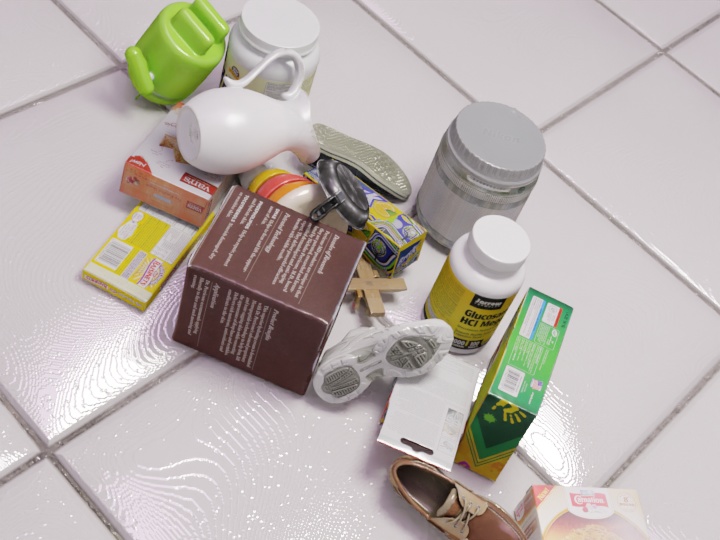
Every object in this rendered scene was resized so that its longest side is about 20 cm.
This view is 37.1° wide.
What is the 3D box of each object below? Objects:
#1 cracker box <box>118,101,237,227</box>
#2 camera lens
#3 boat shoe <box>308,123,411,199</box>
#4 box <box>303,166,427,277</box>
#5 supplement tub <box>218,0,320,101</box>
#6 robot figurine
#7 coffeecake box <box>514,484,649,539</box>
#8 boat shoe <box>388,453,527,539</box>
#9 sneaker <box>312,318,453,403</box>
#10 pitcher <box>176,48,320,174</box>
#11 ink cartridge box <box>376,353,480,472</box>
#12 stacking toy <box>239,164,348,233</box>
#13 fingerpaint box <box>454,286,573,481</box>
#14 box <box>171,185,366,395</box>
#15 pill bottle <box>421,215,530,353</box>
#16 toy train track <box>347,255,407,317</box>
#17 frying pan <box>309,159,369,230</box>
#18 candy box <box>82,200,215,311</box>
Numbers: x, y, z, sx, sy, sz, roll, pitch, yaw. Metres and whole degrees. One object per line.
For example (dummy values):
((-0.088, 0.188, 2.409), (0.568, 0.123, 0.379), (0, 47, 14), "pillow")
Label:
((-0.254, -0.162, 1.598), (0.133, 0.058, 0.201), (24, 39, 0), "cracker box")
((0.182, -0.137, 1.654), (0.158, 0.201, 0.161), (9, 50, -11), "camera lens")
((-0.008, -0.163, 1.706), (0.199, 0.062, 0.075), (25, 41, -19), "boat shoe")
((0.000, -0.080, 1.608), (0.199, 0.065, 0.070), (38, 45, 23), "box")
((-0.144, -0.313, 1.685), (0.143, 0.201, 0.146), (9, 49, -11), "supplement tub")
((-0.286, -0.334, 1.664), (0.116, 0.200, 0.176), (46, 47, -9), "robot figurine")
((0.291, 0.379, 1.355), (0.152, 0.073, 0.201), (5, 50, -14), "coffeecake box")
((0.117, 0.301, 1.344), (0.199, 0.072, 0.076), (30, 86, 14), "boat shoe")
((0.027, 0.100, 1.445), (0.198, 0.078, 0.100), (-19, 27, 5), "sneaker")
((-0.161, -0.229, 1.546), (0.198, 0.174, 0.121), (-11, 12, -34), "pitcher")
((0.087, 0.190, 1.438), (0.108, 0.051, 0.201), (23, 41, 1), "ink cartridge box")
((-0.119, -0.103, 1.594), (0.145, 0.147, 0.200), (-13, 40, -28), "stacking toy")
((0.206, 0.153, 1.447), (0.073, 0.168, 0.201), (25, 47, 5), "fingerpaint box")
((-0.124, 0.027, 1.437), (0.198, 0.167, 0.165), (23, 47, 0), "box")
((0.166, 0.019, 1.521), (0.111, 0.201, 0.113), (9, 49, -11), "pill bottle")
((0.000, 0.000, 1.594), (0.113, 0.033, 0.201), (1, 45, -18), "toy train track")
((-0.037, -0.113, 1.485), (0.116, 0.031, 0.190), (64, 19, 15), "frying pan")
((-0.297, -0.037, 1.522), (0.102, 0.027, 0.201), (29, 48, 3), "candy box")
